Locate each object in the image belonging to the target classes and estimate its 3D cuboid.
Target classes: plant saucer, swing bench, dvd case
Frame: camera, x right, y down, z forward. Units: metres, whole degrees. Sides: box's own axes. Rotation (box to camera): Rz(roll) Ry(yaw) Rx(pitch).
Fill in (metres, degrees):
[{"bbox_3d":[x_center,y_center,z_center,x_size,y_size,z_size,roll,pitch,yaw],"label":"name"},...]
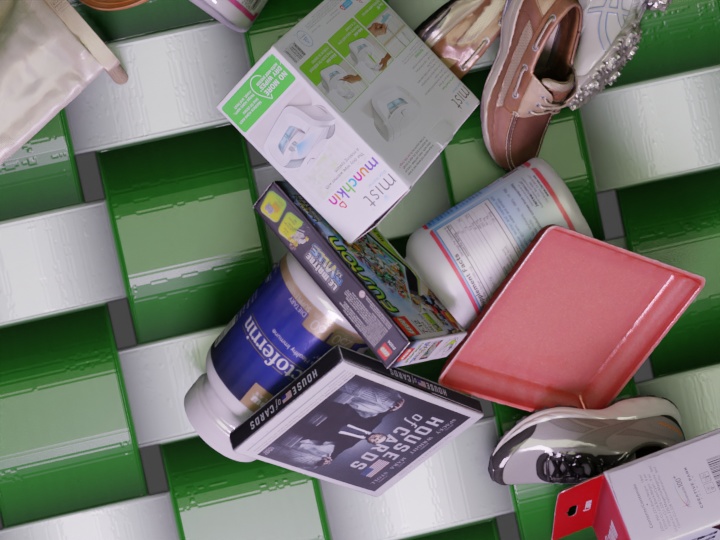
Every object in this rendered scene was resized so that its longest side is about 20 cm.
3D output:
[{"bbox_3d":[0.195,0.047,1.598,0.198,0.037,0.201,17,122,-31],"label":"plant saucer"},{"bbox_3d":[-0.326,-0.164,1.531,0.199,0.200,0.130,-41,94,-2],"label":"swing bench"},{"bbox_3d":[-0.001,0.143,1.567,0.150,0.025,0.199,-40,138,26],"label":"dvd case"}]

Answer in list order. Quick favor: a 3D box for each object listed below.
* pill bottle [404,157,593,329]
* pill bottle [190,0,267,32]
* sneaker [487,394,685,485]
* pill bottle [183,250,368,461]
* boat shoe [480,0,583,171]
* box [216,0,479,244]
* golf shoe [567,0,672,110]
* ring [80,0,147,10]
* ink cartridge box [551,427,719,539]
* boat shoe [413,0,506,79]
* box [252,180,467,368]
[{"bbox_3d":[0.115,-0.014,1.617,0.199,0.109,0.109,-31,94,-1],"label":"pill bottle"},{"bbox_3d":[-0.098,-0.336,1.586,0.113,0.113,0.201,35,89,-5],"label":"pill bottle"},{"bbox_3d":[0.222,0.176,1.636,0.198,0.080,0.074,-11,131,-2],"label":"sneaker"},{"bbox_3d":[-0.073,0.078,1.577,0.115,0.116,0.200,38,113,-5],"label":"pill bottle"},{"bbox_3d":[0.166,-0.178,1.596,0.075,0.072,0.201,-21,131,-34],"label":"boat shoe"},{"bbox_3d":[-0.004,-0.154,1.551,0.176,0.200,0.097,45,126,-6],"label":"box"},{"bbox_3d":[0.237,-0.253,1.647,0.097,0.078,0.201,33,83,12],"label":"golf shoe"},{"bbox_3d":[-0.196,-0.328,1.566,0.019,0.200,0.201,33,89,-49],"label":"ring"},{"bbox_3d":[0.276,0.238,1.587,0.174,0.200,0.084,-19,67,-3],"label":"ink cartridge box"},{"bbox_3d":[0.142,-0.260,1.633,0.200,0.076,0.074,-39,98,6],"label":"boat shoe"},{"bbox_3d":[0.000,0.000,1.527,0.200,0.110,0.035,49,115,19],"label":"box"}]
